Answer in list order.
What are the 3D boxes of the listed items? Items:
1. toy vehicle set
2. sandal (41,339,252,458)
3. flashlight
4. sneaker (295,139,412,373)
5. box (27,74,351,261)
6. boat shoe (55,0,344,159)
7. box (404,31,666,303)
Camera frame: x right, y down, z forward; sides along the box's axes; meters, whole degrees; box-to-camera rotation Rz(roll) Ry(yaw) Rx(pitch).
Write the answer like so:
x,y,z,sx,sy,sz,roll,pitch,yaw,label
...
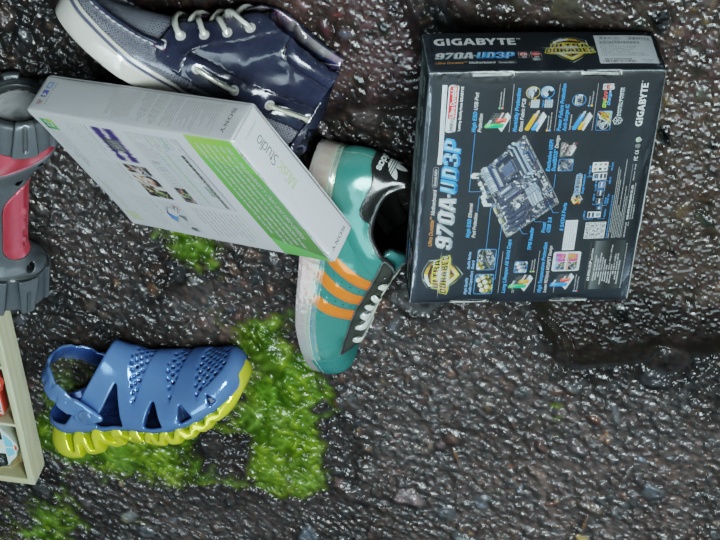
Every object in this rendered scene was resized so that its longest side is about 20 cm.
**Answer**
x,y,z,sx,sy,sz,roll,pitch,yaw,label
-0.342,0.091,1.622,0.123,0.027,0.201,5,129,13,toy vehicle set
-0.179,0.091,1.543,0.199,0.080,0.087,-15,119,25,sandal
-0.257,-0.053,1.461,0.067,0.068,0.201,32,139,24,flashlight
0.000,0.000,1.416,0.079,0.072,0.201,12,129,12,sneaker
-0.119,-0.071,1.347,0.199,0.036,0.144,13,155,38,box
-0.104,-0.158,1.331,0.199,0.075,0.093,32,115,-12,boat shoe
0.114,-0.066,1.317,0.158,0.046,0.201,-1,130,-5,box
